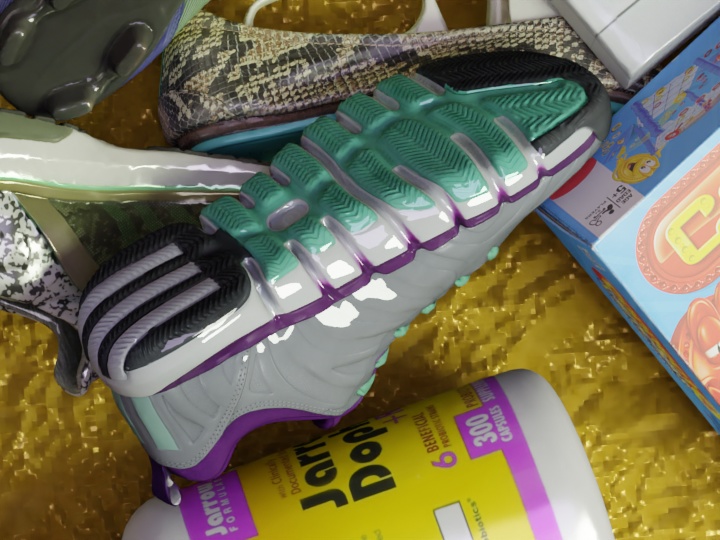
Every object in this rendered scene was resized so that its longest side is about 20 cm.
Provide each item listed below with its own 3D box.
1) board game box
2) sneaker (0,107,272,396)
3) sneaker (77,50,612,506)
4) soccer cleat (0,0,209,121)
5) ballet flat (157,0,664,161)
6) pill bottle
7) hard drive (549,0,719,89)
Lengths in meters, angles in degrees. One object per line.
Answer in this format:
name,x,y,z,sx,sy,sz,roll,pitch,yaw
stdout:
board game box,0.193,-0.019,1.065,0.200,0.056,0.196,-43,119,-2
sneaker,-0.082,0.002,1.047,0.199,0.077,0.089,10,81,-21
sneaker,0.000,0.000,1.024,0.199,0.074,0.088,-28,132,-13
soccer cleat,-0.052,-0.129,1.046,0.200,0.084,0.065,-36,116,9
ballet flat,0.026,-0.079,1.080,0.199,0.068,0.076,-2,78,-3
pill bottle,-0.014,0.114,1.055,0.199,0.104,0.105,-20,95,-4
hard drive,0.079,-0.181,1.064,0.132,0.027,0.200,-38,82,-10
